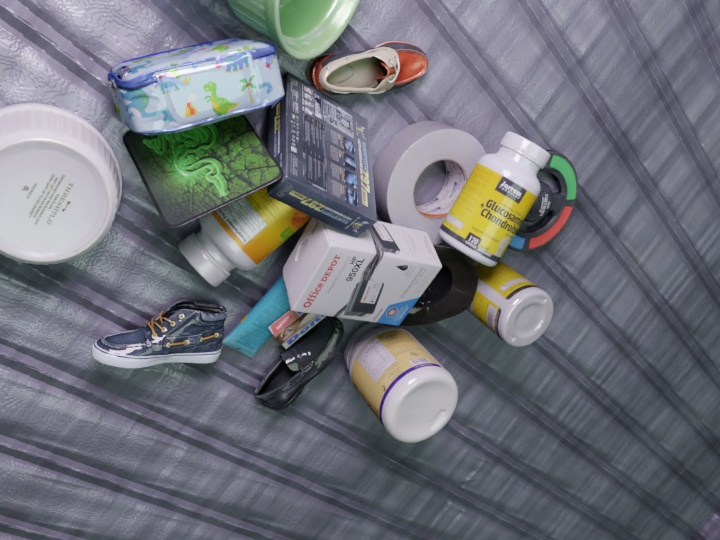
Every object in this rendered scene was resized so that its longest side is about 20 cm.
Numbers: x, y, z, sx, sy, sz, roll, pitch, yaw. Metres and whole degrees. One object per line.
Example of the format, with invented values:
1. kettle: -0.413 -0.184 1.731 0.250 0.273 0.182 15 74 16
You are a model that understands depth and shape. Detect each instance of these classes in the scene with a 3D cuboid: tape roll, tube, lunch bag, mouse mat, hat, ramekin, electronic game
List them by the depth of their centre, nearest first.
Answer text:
1. ramekin: -0.077 -0.375 0.784 0.200 0.097 0.200 -52 163 -22
2. lunch bag: -0.209 -0.235 0.800 0.199 0.161 0.083 -21 118 -20
3. ramekin: -0.402 -0.101 0.804 0.201 0.094 0.204 -12 119 -22
4. mouse mat: -0.208 -0.150 0.825 0.160 0.200 0.008 -28 146 -13
5. tube: -0.142 0.061 1.056 0.200 0.050 0.077 -49 131 7
6. tape roll: 0.119 -0.147 1.075 0.199 0.066 0.202 -12 119 -22
7. hat: 0.105 0.010 1.131 0.199 0.081 0.202 -1 127 -2
8. electronic game: 0.332 -0.130 1.211 0.199 0.042 0.201 -12 119 -23

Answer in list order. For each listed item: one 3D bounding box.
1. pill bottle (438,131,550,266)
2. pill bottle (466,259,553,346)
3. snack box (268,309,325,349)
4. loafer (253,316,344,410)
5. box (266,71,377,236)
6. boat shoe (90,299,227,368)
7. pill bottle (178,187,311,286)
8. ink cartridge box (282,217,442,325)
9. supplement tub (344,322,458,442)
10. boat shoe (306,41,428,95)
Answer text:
1. pill bottle: 0.220 -0.117 1.035 0.112 0.112 0.201 22 103 -34
2. pill bottle: 0.244 0.043 1.154 0.111 0.200 0.112 -12 120 -22
3. snack box: -0.064 0.052 1.082 0.200 0.024 0.072 -39 157 -8
4. loafer: -0.106 0.159 1.108 0.201 0.068 0.070 -49 136 7
5. box: -0.054 -0.163 0.900 0.157 0.201 0.051 22 140 -35
6. boat shoe: -0.303 0.091 0.974 0.199 0.071 0.092 2 112 -36
7. pill bottle: -0.163 -0.071 0.935 0.200 0.111 0.111 -41 126 -3
8. ink cartridge box: 0.000 0.000 0.981 0.199 0.085 0.145 10 131 -29
9. supplement tub: 0.065 0.190 1.134 0.144 0.200 0.146 -12 119 -22
10. boat shoe: 0.020 -0.298 0.948 0.199 0.063 0.072 -13 118 -24
